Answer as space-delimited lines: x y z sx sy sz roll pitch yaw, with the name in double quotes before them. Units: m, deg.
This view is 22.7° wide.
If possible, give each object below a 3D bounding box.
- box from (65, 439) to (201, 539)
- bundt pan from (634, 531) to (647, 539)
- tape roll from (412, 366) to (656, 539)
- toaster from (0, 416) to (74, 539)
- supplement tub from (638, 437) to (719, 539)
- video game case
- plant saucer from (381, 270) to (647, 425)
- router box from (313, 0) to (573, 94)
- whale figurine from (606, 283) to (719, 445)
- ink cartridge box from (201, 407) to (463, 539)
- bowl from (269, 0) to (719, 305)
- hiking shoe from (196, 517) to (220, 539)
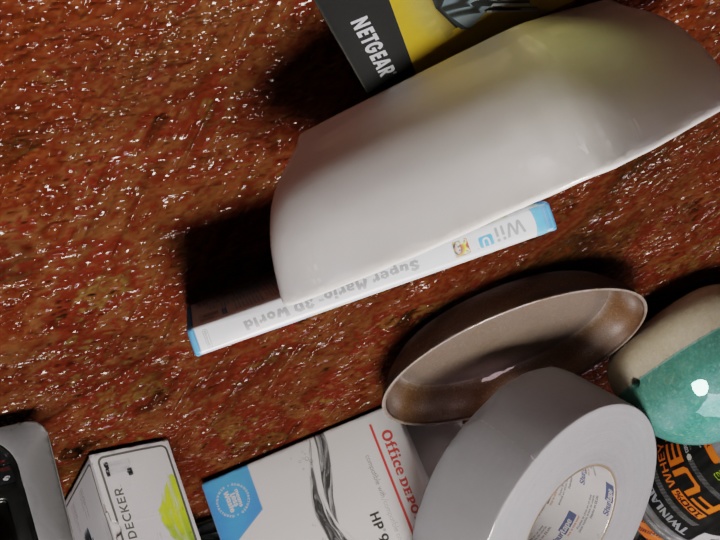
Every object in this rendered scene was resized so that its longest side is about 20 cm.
"box" -0.173 0.217 1.281 0.060 0.117 0.200 -9 153 -27
"bundt pan" 0.248 0.285 1.728 0.202 0.202 0.076 -28 129 14
"tape roll" 0.128 0.173 1.300 0.200 0.066 0.200 -27 131 -36
"toaster" -0.283 0.195 1.132 0.181 0.119 0.200 -11 155 -22
"supplement tub" 0.328 0.170 1.607 0.122 0.123 0.200 -6 152 -32
"video game case" 0.000 0.000 0.996 0.200 0.018 0.143 -20 -175 -4
"plant saucer" 0.104 0.052 1.267 0.200 0.032 0.200 -19 157 -8
"router box" 0.042 -0.161 0.714 0.157 0.052 0.200 -24 157 6
"whale figurine" 0.284 0.066 1.356 0.200 0.104 0.159 -18 162 -35
"ink cartridge box" -0.004 0.179 1.345 0.200 0.116 0.068 -23 157 1
"bowl" 0.060 -0.063 0.845 0.200 0.075 0.200 -25 -179 32
"hiking shoe" -0.087 0.239 1.454 0.200 0.076 0.101 6 148 -47
